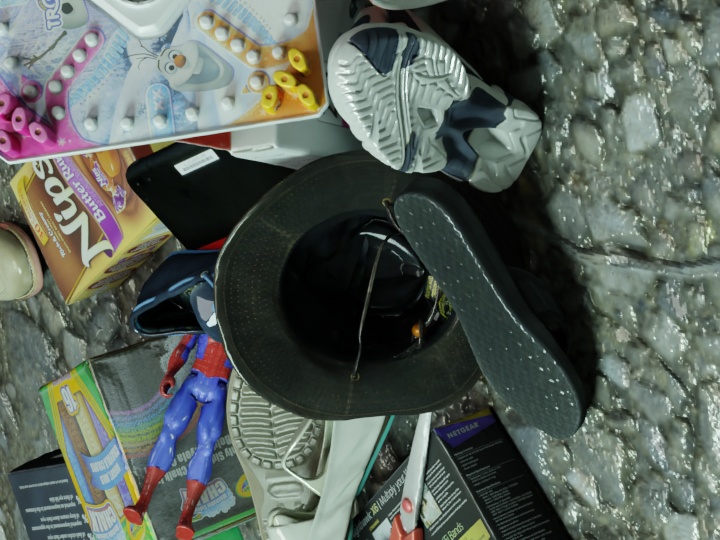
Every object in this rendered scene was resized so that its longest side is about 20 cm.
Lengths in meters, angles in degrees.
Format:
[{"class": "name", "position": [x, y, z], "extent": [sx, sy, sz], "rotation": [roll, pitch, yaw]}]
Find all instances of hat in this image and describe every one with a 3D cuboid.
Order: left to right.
[{"class": "hat", "position": [0.000, 0.000, 1.519], "extent": [0.081, 0.200, 0.201], "rotation": [-120, 24, -66]}]

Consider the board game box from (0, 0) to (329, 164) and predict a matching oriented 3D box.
[{"class": "board game box", "position": [-0.130, -0.175, 1.385], "extent": [0.026, 0.199, 0.201], "rotation": [47, -145, -82]}]

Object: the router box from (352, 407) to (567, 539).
[{"class": "router box", "position": [0.067, 0.211, 1.618], "extent": [0.157, 0.052, 0.200], "rotation": [60, 145, 17]}]

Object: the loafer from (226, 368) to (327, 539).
[{"class": "loafer", "position": [-0.051, 0.124, 1.713], "extent": [0.075, 0.068, 0.201], "rotation": [-1, 115, 8]}]

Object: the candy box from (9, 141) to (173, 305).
[{"class": "candy box", "position": [-0.198, -0.064, 1.853], "extent": [0.117, 0.056, 0.200], "rotation": [64, 147, 9]}]

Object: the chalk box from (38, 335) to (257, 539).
[{"class": "chalk box", "position": [-0.143, 0.153, 1.813], "extent": [0.124, 0.124, 0.200], "rotation": [-25, 85, 61]}]

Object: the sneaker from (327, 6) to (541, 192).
[{"class": "sneaker", "position": [0.012, -0.118, 1.417], "extent": [0.129, 0.199, 0.080], "rotation": [34, 103, 34]}]

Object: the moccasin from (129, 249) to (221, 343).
[{"class": "moccasin", "position": [-0.085, 0.026, 1.636], "extent": [0.200, 0.068, 0.081], "rotation": [-11, 123, 52]}]

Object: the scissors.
[{"class": "scissors", "position": [0.028, 0.165, 1.592], "extent": [0.073, 0.014, 0.201], "rotation": [22, 123, 49]}]

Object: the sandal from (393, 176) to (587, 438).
[{"class": "sandal", "position": [0.094, 0.020, 1.468], "extent": [0.075, 0.048, 0.201], "rotation": [3, 130, 52]}]

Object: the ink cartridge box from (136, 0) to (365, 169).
[{"class": "ink cartridge box", "position": [-0.064, -0.170, 1.456], "extent": [0.043, 0.173, 0.201], "rotation": [-5, 82, 36]}]

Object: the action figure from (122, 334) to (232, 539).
[{"class": "action figure", "position": [-0.116, 0.094, 1.739], "extent": [0.065, 0.200, 0.052], "rotation": [16, 158, 4]}]

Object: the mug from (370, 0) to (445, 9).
[{"class": "mug", "position": [0.011, -0.262, 1.389], "extent": [0.177, 0.133, 0.200], "rotation": [-35, 73, 37]}]

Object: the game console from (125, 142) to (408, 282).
[{"class": "game console", "position": [-0.058, -0.031, 1.631], "extent": [0.177, 0.031, 0.200], "rotation": [49, 148, -14]}]

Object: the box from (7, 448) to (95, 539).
[{"class": "box", "position": [-0.188, 0.237, 1.941], "extent": [0.148, 0.104, 0.201], "rotation": [-13, 96, 55]}]

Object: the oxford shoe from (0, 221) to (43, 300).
[{"class": "oxford shoe", "position": [-0.344, 0.000, 2.069], "extent": [0.200, 0.074, 0.071], "rotation": [-1, 105, 55]}]

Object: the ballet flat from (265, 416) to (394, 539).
[{"class": "ballet flat", "position": [-0.030, 0.158, 1.640], "extent": [0.069, 0.069, 0.201], "rotation": [12, 83, 51]}]
